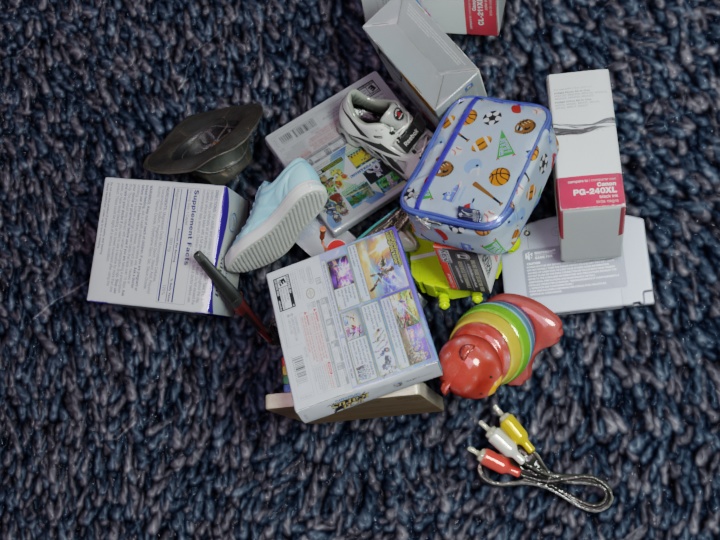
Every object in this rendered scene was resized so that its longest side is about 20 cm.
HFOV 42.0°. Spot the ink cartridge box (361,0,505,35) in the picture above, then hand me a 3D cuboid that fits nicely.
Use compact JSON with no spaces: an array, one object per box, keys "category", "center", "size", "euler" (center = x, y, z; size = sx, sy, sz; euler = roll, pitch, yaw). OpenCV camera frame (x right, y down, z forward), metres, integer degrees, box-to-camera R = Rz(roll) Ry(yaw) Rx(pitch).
[{"category":"ink cartridge box","center":[0.109,-0.419,1.332],"size":[0.197,0.083,0.148],"euler":[7,62,14]}]

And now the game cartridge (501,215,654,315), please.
[{"category":"game cartridge","center":[0.290,-0.009,1.275],"size":[0.196,0.040,0.136],"euler":[-6,84,13]}]

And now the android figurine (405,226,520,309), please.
[{"category":"android figurine","center":[0.128,-0.040,1.282],"size":[0.179,0.041,0.203],"euler":[-13,56,12]}]

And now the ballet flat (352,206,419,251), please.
[{"category":"ballet flat","center":[0.071,-0.075,1.257],"size":[0.075,0.068,0.200],"euler":[43,96,5]}]

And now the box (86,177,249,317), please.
[{"category":"box","center":[-0.281,-0.032,1.383],"size":[0.196,0.105,0.187],"euler":[5,83,15]}]

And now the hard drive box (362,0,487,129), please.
[{"category":"hard drive box","center":[0.098,-0.264,1.274],"size":[0.077,0.200,0.156],"euler":[-40,73,5]}]

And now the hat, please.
[{"category":"hat","center":[-0.218,-0.171,1.395],"size":[0.198,0.082,0.202],"euler":[-20,33,13]}]

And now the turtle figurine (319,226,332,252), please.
[{"category":"turtle figurine","center":[-0.044,0.044,1.281],"size":[0.161,0.201,0.064],"euler":[43,50,13]}]

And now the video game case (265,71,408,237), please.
[{"category":"video game case","center":[-0.007,-0.170,1.342],"size":[0.198,0.022,0.183],"euler":[-32,72,-13]}]

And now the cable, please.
[{"category":"cable","center":[0.232,0.270,1.239],"size":[0.199,0.050,0.098],"euler":[33,89,17]}]

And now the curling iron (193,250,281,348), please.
[{"category":"curling iron","center":[-0.164,0.040,1.325],"size":[0.049,0.026,0.200],"euler":[-39,116,10]}]

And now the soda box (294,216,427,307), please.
[{"category":"soda box","center":[0.000,0.000,1.327],"size":[0.200,0.068,0.064],"euler":[41,92,16]}]

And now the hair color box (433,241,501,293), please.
[{"category":"hair color box","center":[0.157,-0.084,1.213],"size":[0.060,0.102,0.202],"euler":[6,60,24]}]

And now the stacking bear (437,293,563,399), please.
[{"category":"stacking bear","center":[0.161,0.103,1.188],"size":[0.113,0.199,0.122],"euler":[41,117,14]}]

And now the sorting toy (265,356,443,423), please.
[{"category":"sorting toy","center":[-0.003,0.151,1.241],"size":[0.196,0.199,0.071],"euler":[-8,74,12]}]

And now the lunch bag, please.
[{"category":"lunch bag","center":[0.139,-0.117,1.133],"size":[0.158,0.076,0.202],"euler":[17,64,32]}]

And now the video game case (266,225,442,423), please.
[{"category":"video game case","center":[-0.011,0.064,1.156],"size":[0.179,0.046,0.202],"euler":[-20,57,6]}]

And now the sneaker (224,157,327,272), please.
[{"category":"sneaker","center":[-0.124,-0.077,1.309],"size":[0.199,0.073,0.083],"euler":[-40,56,26]}]

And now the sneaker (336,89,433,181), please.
[{"category":"sneaker","center":[0.055,-0.184,1.291],"size":[0.198,0.089,0.075],"euler":[26,68,8]}]

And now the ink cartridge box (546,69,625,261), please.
[{"category":"ink cartridge box","center":[0.290,-0.135,1.212],"size":[0.082,0.146,0.203],"euler":[-4,65,12]}]
